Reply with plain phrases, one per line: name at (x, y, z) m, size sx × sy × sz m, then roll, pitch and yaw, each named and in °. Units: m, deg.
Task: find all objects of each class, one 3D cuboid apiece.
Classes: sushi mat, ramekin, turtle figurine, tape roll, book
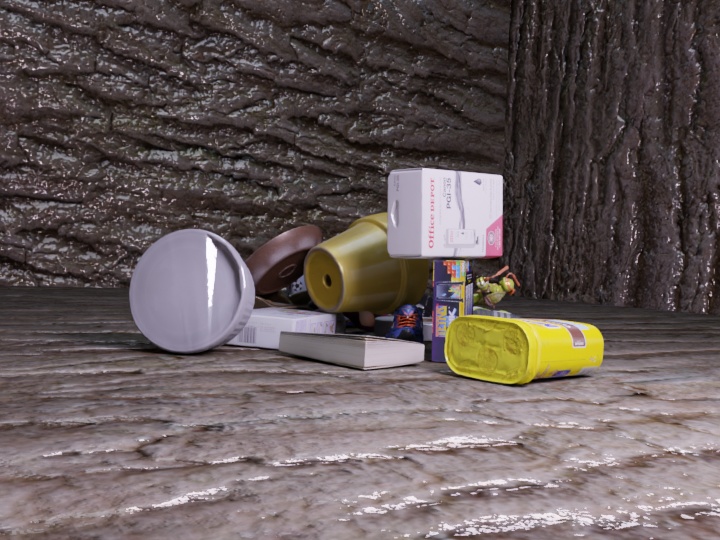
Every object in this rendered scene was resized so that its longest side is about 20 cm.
sushi mat at (-0.112, 0.060, 1.714) m, size 0.199 × 0.012 × 0.096 m, roll -17°, pitch -25°, yaw 21°
ramekin at (-0.264, 0.039, 1.282) m, size 0.201 × 0.203 × 0.094 m, roll 3°, pitch -10°, yaw 15°
turtle figurine at (0.268, 0.054, 1.690) m, size 0.161 × 0.065 × 0.200 m, roll -26°, pitch -14°, yaw 21°
tape roll at (0.130, 0.123, 1.686) m, size 0.202 × 0.037 × 0.203 m, roll 2°, pitch 0°, yaw 0°
book at (-0.016, 0.123, 1.250) m, size 0.133 × 0.048 × 0.199 m, roll 7°, pitch -4°, yaw -45°

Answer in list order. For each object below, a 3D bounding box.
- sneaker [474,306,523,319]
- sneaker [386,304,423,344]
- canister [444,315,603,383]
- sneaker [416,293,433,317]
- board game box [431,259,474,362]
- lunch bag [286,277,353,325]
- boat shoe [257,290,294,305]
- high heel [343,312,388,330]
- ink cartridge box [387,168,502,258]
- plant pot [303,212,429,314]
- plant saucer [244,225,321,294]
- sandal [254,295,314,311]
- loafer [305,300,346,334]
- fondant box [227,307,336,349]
sneaker at (0.285, 0.114, 1.631) m, size 0.081 × 0.074 × 0.199 m, roll 7°, pitch 6°, yaw 44°
sneaker at (0.082, 0.103, 1.458) m, size 0.075 × 0.079 × 0.200 m, roll 2°, pitch 1°, yaw 3°
canister at (0.242, 0.112, 1.148) m, size 0.199 × 0.087 × 0.148 m, roll 4°, pitch 0°, yaw -43°
sneaker at (0.092, 0.078, 1.851) m, size 0.115 × 0.076 × 0.200 m, roll 7°, pitch -16°, yaw 45°
board game box at (0.160, 0.064, 1.357) m, size 0.056 × 0.166 × 0.200 m, roll 2°, pitch 1°, yaw 12°
lunch bag at (-0.073, 0.047, 1.857) m, size 0.199 × 0.171 × 0.124 m, roll 1°, pitch 2°, yaw -13°
boat shoe at (-0.202, 0.049, 1.664) m, size 0.200 × 0.073 × 0.063 m, roll 41°, pitch 19°, yaw -3°
high heel at (0.019, 0.097, 1.710) m, size 0.096 × 0.068 × 0.200 m, roll 9°, pitch -7°, yaw 44°
ink cartridge box at (0.146, -0.093, 1.332) m, size 0.199 × 0.147 × 0.083 m, roll -2°, pitch 3°, yaw -40°
plant pot at (0.000, 0.000, 1.534) m, size 0.188 × 0.202 × 0.200 m, roll -16°, pitch 12°, yaw -39°
plant saucer at (-0.151, -0.011, 1.542) m, size 0.200 × 0.037 × 0.201 m, roll -32°, pitch -19°, yaw -12°
sandal at (-0.186, 0.089, 1.589) m, size 0.199 × 0.081 × 0.054 m, roll 8°, pitch 9°, yaw -22°
loafer at (-0.095, 0.096, 1.679) m, size 0.070 × 0.070 × 0.200 m, roll 0°, pitch 2°, yaw -37°
fondant box at (-0.146, 0.104, 1.443) m, size 0.144 × 0.059 × 0.200 m, roll 4°, pitch 2°, yaw 19°
